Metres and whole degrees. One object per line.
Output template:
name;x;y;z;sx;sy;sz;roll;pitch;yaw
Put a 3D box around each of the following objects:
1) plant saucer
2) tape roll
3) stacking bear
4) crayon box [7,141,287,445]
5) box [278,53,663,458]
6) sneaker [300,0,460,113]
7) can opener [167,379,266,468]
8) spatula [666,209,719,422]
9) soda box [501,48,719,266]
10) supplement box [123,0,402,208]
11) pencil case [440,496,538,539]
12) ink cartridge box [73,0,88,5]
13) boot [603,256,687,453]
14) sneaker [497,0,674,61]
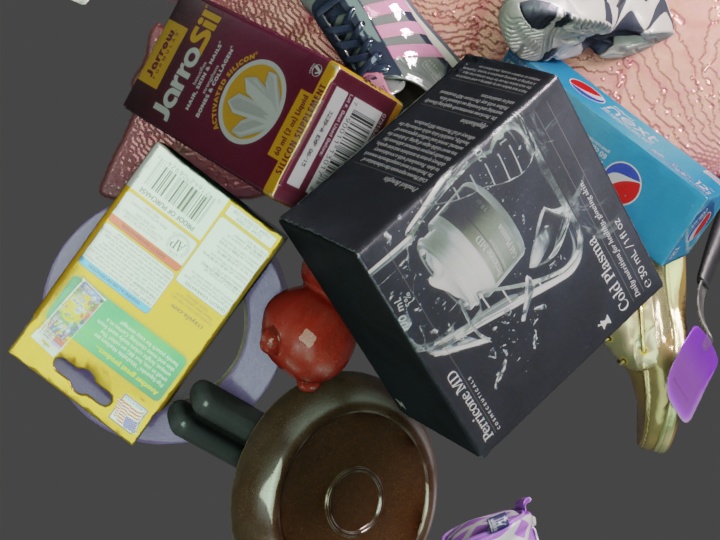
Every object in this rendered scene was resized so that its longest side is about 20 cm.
plant saucer;-0.011;0.182;1.318;0.199;0.032;0.203;-3;95;-34
tape roll;-0.157;0.038;1.351;0.198;0.066;0.202;0;93;1
stacking bear;0.000;0.000;1.289;0.200;0.113;0.122;-50;135;-9
crayon box;-0.165;0.017;1.292;0.125;0.052;0.201;37;92;-1
box;0.082;-0.013;1.195;0.196;0.124;0.201;-41;120;-14
sneaker;0.013;-0.174;1.309;0.200;0.082;0.070;42;133;-10
can opener;-0.068;0.153;1.320;0.053;0.067;0.200;-41;125;17
spatula;0.275;0.023;1.319;0.020;0.057;0.201;-5;52;33
soda box;0.188;-0.093;1.302;0.200;0.064;0.068;40;116;19
supplement box;-0.078;-0.127;1.279;0.199;0.085;0.111;31;94;41
pencil case;0.134;0.289;1.353;0.085;0.084;0.202;-21;94;-22
ink cartridge box;-0.284;-0.326;1.349;0.198;0.050;0.162;23;92;-4
boot;0.184;0.046;1.339;0.154;0.073;0.202;0;87;-2
sneaker;0.164;-0.238;1.292;0.198;0.079;0.131;-8;77;-42
